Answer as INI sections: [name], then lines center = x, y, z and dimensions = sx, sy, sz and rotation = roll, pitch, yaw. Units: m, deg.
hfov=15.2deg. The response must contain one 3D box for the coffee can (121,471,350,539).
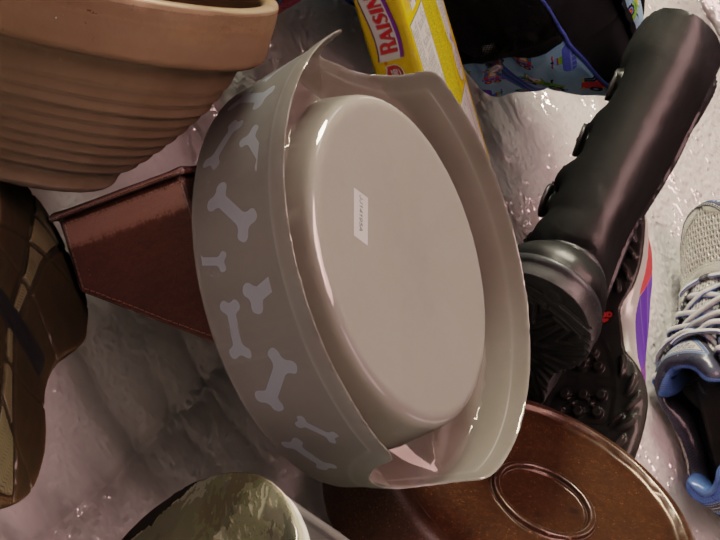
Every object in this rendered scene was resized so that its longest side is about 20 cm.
[coffee can]
center = -0.008, 0.193, 1.086
dimensions = 0.200, 0.146, 0.147
rotation = 38, 43, -31

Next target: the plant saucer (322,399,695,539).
[plant saucer]
center = 0.080, 0.117, 1.253
dimensions = 0.199, 0.035, 0.201
rotation = 19, 29, -11

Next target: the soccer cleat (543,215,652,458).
[soccer cleat]
center = 0.122, 0.053, 1.410
dimensions = 0.073, 0.068, 0.201
rotation = 65, 29, -57

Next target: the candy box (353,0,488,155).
[candy box]
center = 0.025, -0.106, 1.274
dimensions = 0.102, 0.026, 0.201
rotation = -67, 143, -64

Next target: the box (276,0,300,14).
[box]
center = -0.086, -0.218, 1.281
dimensions = 0.095, 0.099, 0.201
rotation = 4, 65, -50

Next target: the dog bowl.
[dog bowl]
center = 0.000, 0.000, 1.146
dimensions = 0.200, 0.058, 0.202
rotation = 36, 46, -49

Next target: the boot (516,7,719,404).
[boot]
center = 0.126, -0.044, 1.332
dimensions = 0.065, 0.165, 0.201
rotation = 34, 71, 2

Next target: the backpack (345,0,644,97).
[backpack]
center = 0.070, -0.178, 1.422
dimensions = 0.200, 0.134, 0.184
rotation = 42, 38, -54

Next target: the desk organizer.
[desk organizer]
center = -0.045, -0.004, 1.201
dimensions = 0.200, 0.071, 0.078
rotation = -9, 82, -61

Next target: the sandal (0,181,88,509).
[sandal]
center = -0.153, 0.027, 1.080
dimensions = 0.201, 0.054, 0.082
rotation = -87, 156, -54

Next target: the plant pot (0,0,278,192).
[plant pot]
center = -0.140, -0.091, 1.108
dimensions = 0.200, 0.200, 0.093
rotation = 2, 108, -50

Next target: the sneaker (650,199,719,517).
[sneaker]
center = 0.204, 0.047, 1.503
dimensions = 0.085, 0.077, 0.201
rotation = 17, 56, -40
